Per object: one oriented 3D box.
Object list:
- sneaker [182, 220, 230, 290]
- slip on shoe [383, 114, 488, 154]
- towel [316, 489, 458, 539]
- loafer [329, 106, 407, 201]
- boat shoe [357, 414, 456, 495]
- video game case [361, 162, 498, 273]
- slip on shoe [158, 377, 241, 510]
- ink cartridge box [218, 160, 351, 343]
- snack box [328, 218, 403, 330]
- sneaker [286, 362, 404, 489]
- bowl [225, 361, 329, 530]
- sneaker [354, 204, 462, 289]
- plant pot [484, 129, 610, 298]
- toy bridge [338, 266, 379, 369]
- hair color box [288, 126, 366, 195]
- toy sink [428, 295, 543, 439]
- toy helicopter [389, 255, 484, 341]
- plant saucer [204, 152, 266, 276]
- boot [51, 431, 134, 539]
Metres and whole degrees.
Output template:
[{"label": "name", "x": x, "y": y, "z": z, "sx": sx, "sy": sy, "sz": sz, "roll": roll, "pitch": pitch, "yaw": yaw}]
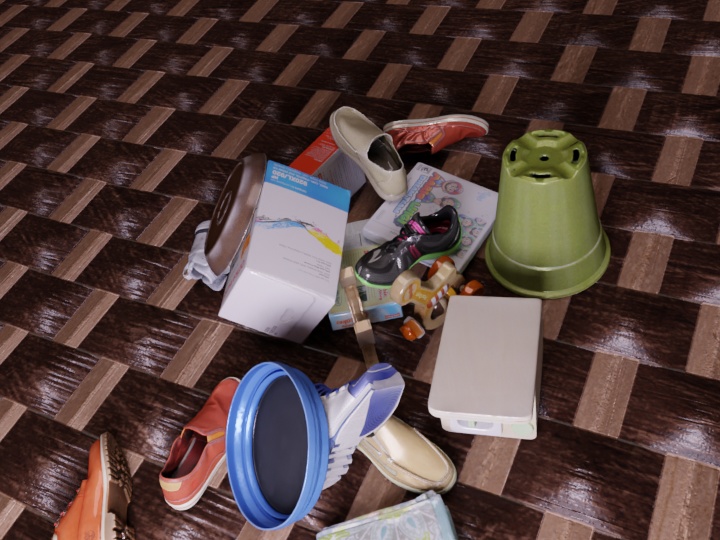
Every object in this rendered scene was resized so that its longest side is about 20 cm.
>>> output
[{"label": "sneaker", "x": -0.209, "y": -0.027, "z": 1.311, "sx": 0.195, "sy": 0.076, "sz": 0.117, "roll": 0, "pitch": 47, "yaw": 21}, {"label": "slip on shoe", "x": 0.140, "y": -0.246, "z": 1.428, "sx": 0.194, "sy": 0.074, "sz": 0.063, "roll": -6, "pitch": 80, "yaw": 0}, {"label": "towel", "x": 0.042, "y": 0.364, "z": 0.877, "sx": 0.167, "sy": 0.049, "sz": 0.203, "roll": -19, "pitch": 44, "yaw": 2}, {"label": "loafer", "x": 0.020, "y": -0.211, "z": 1.305, "sx": 0.075, "sy": 0.069, "sz": 0.201, "roll": -28, "pitch": 68, "yaw": -27}, {"label": "boat shoe", "x": 0.036, "y": 0.217, "z": 0.998, "sx": 0.197, "sy": 0.077, "sz": 0.072, "roll": 24, "pitch": 55, "yaw": 33}, {"label": "video game case", "x": 0.126, "y": -0.090, "z": 1.280, "sx": 0.179, "sy": 0.024, "sz": 0.201, "roll": 24, "pitch": 51, "yaw": 22}, {"label": "slip on shoe", "x": -0.214, "y": 0.228, "z": 1.070, "sx": 0.072, "sy": 0.062, "sz": 0.202, "roll": 7, "pitch": 48, "yaw": 24}, {"label": "ink cartridge box", "x": -0.113, "y": -0.025, "z": 1.169, "sx": 0.141, "sy": 0.148, "sz": 0.204, "roll": 19, "pitch": 53, "yaw": -17}, {"label": "snack box", "x": 0.000, "y": 0.000, "z": 1.248, "sx": 0.113, "sy": 0.038, "sz": 0.203, "roll": -11, "pitch": 45, "yaw": 4}, {"label": "sneaker", "x": -0.039, "y": 0.175, "z": 0.979, "sx": 0.079, "sy": 0.201, "sz": 0.116, "roll": 3, "pitch": 41, "yaw": -45}, {"label": "bowl", "x": -0.106, "y": 0.219, "z": 0.974, "sx": 0.039, "sy": 0.204, "sz": 0.201, "roll": 7, "pitch": 29, "yaw": -38}, {"label": "sneaker", "x": 0.070, "y": -0.042, "z": 1.165, "sx": 0.198, "sy": 0.085, "sz": 0.077, "roll": -31, "pitch": 53, "yaw": -24}, {"label": "plant pot", "x": 0.278, "y": -0.098, "z": 1.157, "sx": 0.194, "sy": 0.193, "sz": 0.203, "roll": -7, "pitch": 44, "yaw": 7}, {"label": "toy bridge", "x": 0.005, "y": 0.093, "z": 1.127, "sx": 0.027, "sy": 0.068, "sz": 0.204, "roll": -16, "pitch": 65, "yaw": -1}, {"label": "hair color box", "x": -0.079, "y": -0.148, "z": 1.362, "sx": 0.063, "sy": 0.113, "sz": 0.201, "roll": 20, "pitch": 54, "yaw": 32}, {"label": "toy sink", "x": 0.169, "y": 0.144, "z": 1.008, "sx": 0.127, "sy": 0.114, "sz": 0.202, "roll": 1, "pitch": 42, "yaw": 16}, {"label": "toy helicopter", "x": 0.086, "y": 0.043, "z": 1.084, "sx": 0.079, "sy": 0.199, "sz": 0.134, "roll": 40, "pitch": 100, "yaw": 27}, {"label": "plant saucer", "x": -0.200, "y": -0.092, "z": 1.198, "sx": 0.031, "sy": 0.201, "sz": 0.203, "roll": 22, "pitch": 42, "yaw": -19}, {"label": "boot", "x": -0.361, "y": 0.311, "z": 1.024, "sx": 0.105, "sy": 0.076, "sz": 0.203, "roll": -19, "pitch": 45, "yaw": 3}]
